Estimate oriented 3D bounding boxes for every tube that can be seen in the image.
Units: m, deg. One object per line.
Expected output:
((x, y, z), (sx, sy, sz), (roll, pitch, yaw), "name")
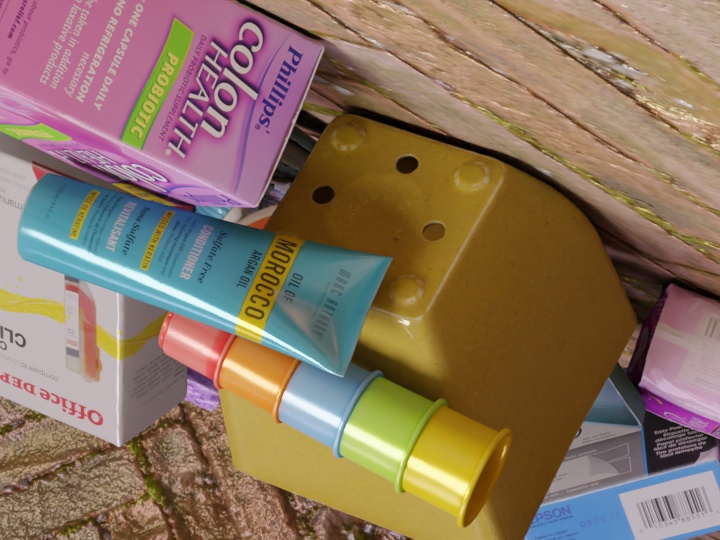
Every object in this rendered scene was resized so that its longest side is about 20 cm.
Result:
((-0.088, -0.002, 1.473), (0.200, 0.077, 0.050), (17, 157, 13), "tube")

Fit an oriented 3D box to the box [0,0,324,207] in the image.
((-0.150, -0.116, 1.443), (0.200, 0.097, 0.176), (24, 173, -21), "box")

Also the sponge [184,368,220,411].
((-0.140, 0.002, 2.009), (0.112, 0.200, 0.030), (23, 137, -17), "sponge")

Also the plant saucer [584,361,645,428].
((0.116, 0.068, 1.769), (0.070, 0.019, 0.200), (54, 158, -17), "plant saucer")

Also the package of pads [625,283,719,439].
((0.271, 0.081, 1.724), (0.200, 0.076, 0.121), (22, 171, 4), "package of pads")

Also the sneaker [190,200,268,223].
((-0.097, -0.030, 1.889), (0.081, 0.077, 0.200), (-12, 167, -12), "sneaker")

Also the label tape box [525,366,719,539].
((0.179, 0.112, 1.867), (0.144, 0.200, 0.063), (-16, 120, 12), "label tape box")

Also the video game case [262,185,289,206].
((-0.121, -0.084, 1.883), (0.200, 0.018, 0.143), (26, 173, -32), "video game case")

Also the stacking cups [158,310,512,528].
((-0.018, 0.071, 1.471), (0.200, 0.061, 0.061), (26, 174, 12), "stacking cups")

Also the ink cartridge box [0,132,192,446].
((-0.195, 0.001, 1.840), (0.145, 0.200, 0.083), (21, -144, 27), "ink cartridge box")

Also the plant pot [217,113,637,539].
((0.027, 0.021, 1.580), (0.194, 0.196, 0.200), (19, 154, 24), "plant pot")

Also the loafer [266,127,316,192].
((-0.099, -0.081, 1.627), (0.200, 0.063, 0.072), (28, 173, -40), "loafer")

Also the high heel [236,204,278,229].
((0.000, 0.000, 1.789), (0.200, 0.067, 0.096), (-2, 155, 21), "high heel")
